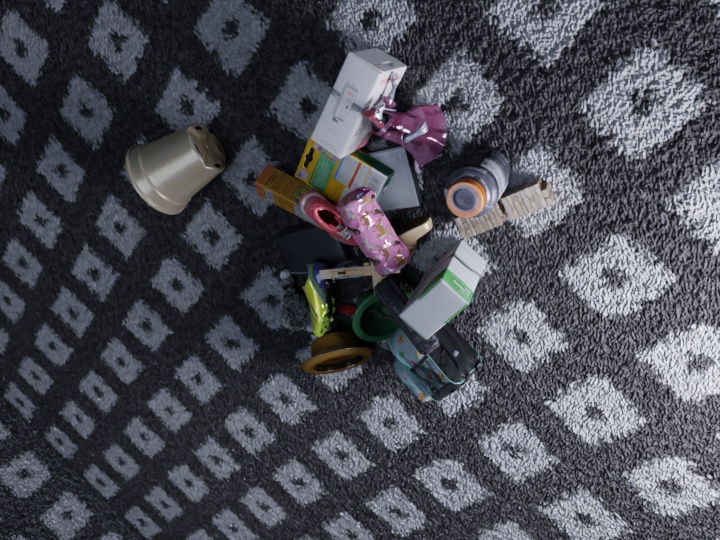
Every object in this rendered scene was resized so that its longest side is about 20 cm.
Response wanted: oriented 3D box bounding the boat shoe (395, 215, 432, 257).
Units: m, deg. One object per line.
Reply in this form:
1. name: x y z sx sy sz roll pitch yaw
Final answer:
1. boat shoe: 0.103 -0.063 1.304 0.065 0.071 0.200 49 135 -9

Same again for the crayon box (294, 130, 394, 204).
1. crayon box: -0.038 -0.219 1.259 0.200 0.052 0.126 33 125 7

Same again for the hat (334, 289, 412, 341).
1. hat: 0.025 0.069 1.431 0.200 0.176 0.166 -10 127 -15

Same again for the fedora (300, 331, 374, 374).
1. fedora: -0.067 0.215 1.486 0.201 0.201 0.082 -33 60 34

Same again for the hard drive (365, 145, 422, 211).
1. hard drive: 0.032 -0.204 1.284 0.200 0.033 0.140 -6 112 29

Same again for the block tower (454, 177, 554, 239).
1. block tower: 0.303 -0.132 1.176 0.200 0.058 0.054 -22 103 31

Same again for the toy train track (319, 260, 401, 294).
1. toy train track: 0.000 0.000 1.329 0.200 0.033 0.115 -5 98 17

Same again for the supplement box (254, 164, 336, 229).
1. supplement box: -0.156 -0.179 1.356 0.200 0.067 0.069 29 158 9

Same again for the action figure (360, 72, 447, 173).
1. action figure: 0.080 -0.296 1.131 0.149 0.200 0.134 -40 54 49

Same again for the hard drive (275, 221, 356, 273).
1. hard drive: -0.121 -0.057 1.427 0.200 0.042 0.135 -10 110 30

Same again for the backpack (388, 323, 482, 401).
1. backpack: 0.167 0.198 1.335 0.200 0.176 0.153 53 129 9

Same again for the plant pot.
1. plant pot: -0.450 -0.270 1.408 0.183 0.200 0.201 -25 102 21

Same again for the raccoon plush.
1. raccoon plush: -0.143 0.095 1.489 0.134 0.097 0.200 -5 112 21

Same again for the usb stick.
1. usb stick: 0.103 0.101 1.258 0.055 0.033 0.200 -39 72 8

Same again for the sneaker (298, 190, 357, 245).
1. sneaker: -0.053 -0.103 1.273 0.200 0.087 0.074 30 100 -34

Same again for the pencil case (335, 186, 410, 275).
1. pencil case: 0.031 -0.085 1.221 0.086 0.083 0.200 -15 115 41

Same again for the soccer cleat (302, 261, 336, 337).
1. soccer cleat: -0.109 0.071 1.416 0.084 0.065 0.200 12 110 23

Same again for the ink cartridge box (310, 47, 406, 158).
1. ink cartridge box: -0.003 -0.351 1.158 0.083 0.147 0.200 36 124 7

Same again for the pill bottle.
1. pill bottle: 0.230 -0.170 1.103 0.106 0.200 0.106 11 119 21

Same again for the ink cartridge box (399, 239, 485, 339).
1. ink cartridge box: 0.186 0.038 1.231 0.083 0.200 0.147 42 126 -2
